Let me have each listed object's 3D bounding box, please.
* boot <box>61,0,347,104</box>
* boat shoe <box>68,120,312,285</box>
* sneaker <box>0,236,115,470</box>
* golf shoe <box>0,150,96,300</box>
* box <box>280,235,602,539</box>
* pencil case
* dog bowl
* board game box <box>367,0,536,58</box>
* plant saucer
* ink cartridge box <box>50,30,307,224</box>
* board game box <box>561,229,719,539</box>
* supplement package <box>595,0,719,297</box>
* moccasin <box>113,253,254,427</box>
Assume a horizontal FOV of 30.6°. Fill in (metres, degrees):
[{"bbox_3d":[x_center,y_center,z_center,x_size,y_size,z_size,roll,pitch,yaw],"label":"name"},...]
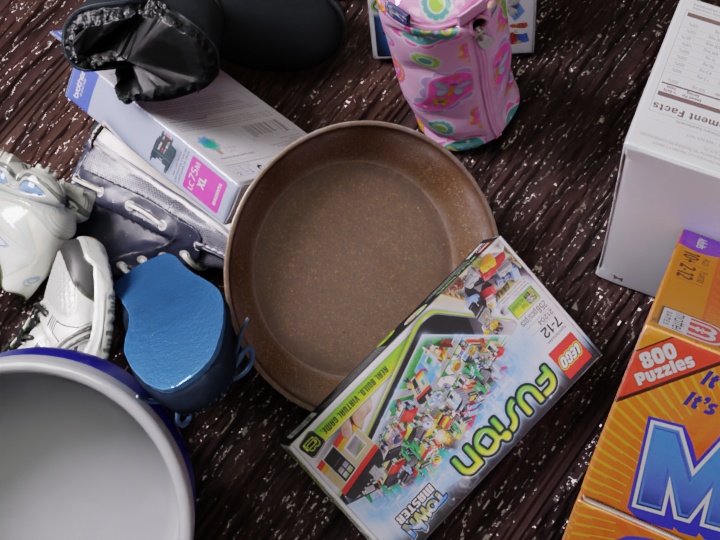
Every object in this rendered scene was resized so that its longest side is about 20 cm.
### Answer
[{"bbox_3d":[-0.103,-0.163,0.928,0.198,0.077,0.169,12,27,-11],"label":"boot"},{"bbox_3d":[-0.132,-0.019,0.947,0.199,0.075,0.093,34,91,17],"label":"boat shoe"},{"bbox_3d":[-0.219,0.072,0.866,0.087,0.076,0.202,13,90,-21],"label":"sneaker"},{"bbox_3d":[-0.281,-0.040,0.936,0.199,0.078,0.098,17,82,41],"label":"golf shoe"},{"bbox_3d":[0.055,0.085,0.876,0.200,0.035,0.110,-44,96,-12],"label":"box"},{"bbox_3d":[0.064,-0.155,0.904,0.086,0.200,0.088,-3,71,8],"label":"pencil case"},{"bbox_3d":[-0.199,0.149,0.807,0.198,0.079,0.203,0,94,-5],"label":"dog bowl"},{"bbox_3d":[0.064,-0.231,0.935,0.125,0.201,0.035,-1,56,4],"label":"board game box"},{"bbox_3d":[0.000,0.000,0.898,0.198,0.037,0.203,-1,94,-19],"label":"plant saucer"},{"bbox_3d":[-0.124,-0.111,0.950,0.200,0.119,0.042,40,121,21],"label":"ink cartridge box"},{"bbox_3d":[0.231,0.124,0.737,0.198,0.200,0.202,21,111,13],"label":"board game box"},{"bbox_3d":[0.249,-0.055,0.847,0.154,0.200,0.112,20,71,13],"label":"supplement package"},{"bbox_3d":[-0.106,0.045,0.836,0.080,0.069,0.200,-27,23,-2],"label":"moccasin"}]
